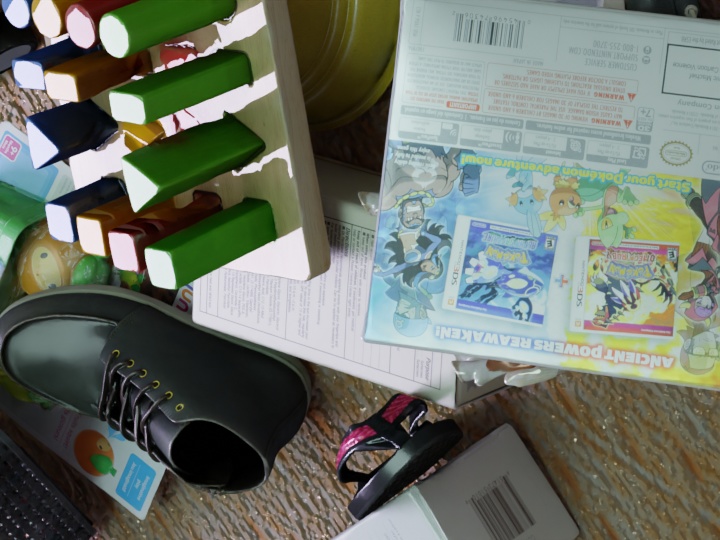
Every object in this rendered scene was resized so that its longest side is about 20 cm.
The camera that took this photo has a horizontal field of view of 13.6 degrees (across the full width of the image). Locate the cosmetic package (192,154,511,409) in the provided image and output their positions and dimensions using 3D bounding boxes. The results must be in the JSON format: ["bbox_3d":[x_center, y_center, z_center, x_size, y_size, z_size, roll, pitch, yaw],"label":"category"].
[{"bbox_3d":[0.000,0.000,1.741,0.199,0.073,0.104,18,112,35],"label":"cosmetic package"}]

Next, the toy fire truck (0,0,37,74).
[{"bbox_3d":[-0.335,-0.142,1.895,0.176,0.200,0.129,-38,78,39],"label":"toy fire truck"}]

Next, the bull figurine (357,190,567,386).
[{"bbox_3d":[0.077,-0.026,1.608,0.121,0.065,0.201,-31,57,5],"label":"bull figurine"}]

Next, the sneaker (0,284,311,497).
[{"bbox_3d":[-0.134,0.069,1.796,0.199,0.106,0.075,11,115,7],"label":"sneaker"}]

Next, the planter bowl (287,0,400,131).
[{"bbox_3d":[-0.069,-0.171,1.732,0.200,0.083,0.202,17,115,42],"label":"planter bowl"}]

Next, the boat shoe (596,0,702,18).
[{"bbox_3d":[0.147,-0.176,1.581,0.060,0.076,0.201,-6,86,-3],"label":"boat shoe"}]

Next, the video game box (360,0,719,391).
[{"bbox_3d":[0.110,-0.041,1.522,0.199,0.047,0.184,8,91,11],"label":"video game box"}]

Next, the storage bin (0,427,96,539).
[{"bbox_3d":[-0.263,0.130,1.905,0.135,0.200,0.094,39,81,25],"label":"storage bin"}]

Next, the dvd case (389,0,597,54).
[{"bbox_3d":[0.100,-0.121,1.663,0.200,0.016,0.149,51,128,17],"label":"dvd case"}]

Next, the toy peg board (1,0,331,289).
[{"bbox_3d":[-0.133,-0.088,1.697,0.198,0.098,0.201,9,115,44],"label":"toy peg board"}]

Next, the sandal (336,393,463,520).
[{"bbox_3d":[0.014,0.099,1.689,0.075,0.200,0.045,-37,89,-3],"label":"sandal"}]

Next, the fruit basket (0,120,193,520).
[{"bbox_3d":[-0.185,0.034,1.892,0.200,0.094,0.186,40,124,21],"label":"fruit basket"}]

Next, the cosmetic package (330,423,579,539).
[{"bbox_3d":[0.016,0.180,1.748,0.200,0.113,0.081,-35,85,37],"label":"cosmetic package"}]
